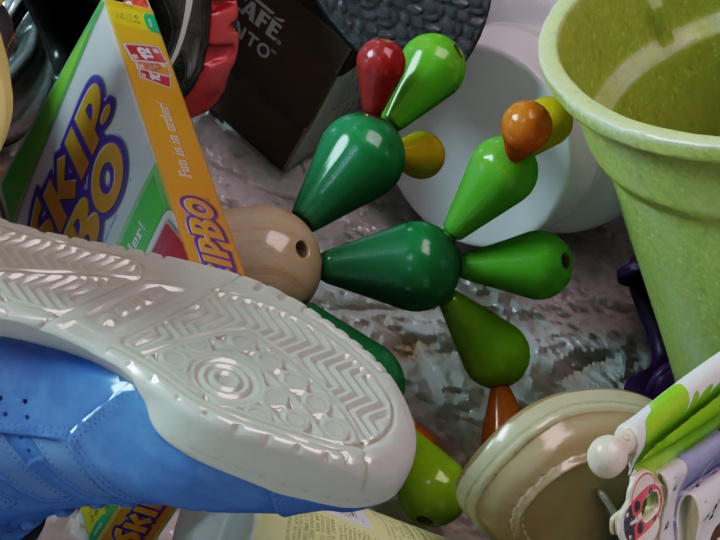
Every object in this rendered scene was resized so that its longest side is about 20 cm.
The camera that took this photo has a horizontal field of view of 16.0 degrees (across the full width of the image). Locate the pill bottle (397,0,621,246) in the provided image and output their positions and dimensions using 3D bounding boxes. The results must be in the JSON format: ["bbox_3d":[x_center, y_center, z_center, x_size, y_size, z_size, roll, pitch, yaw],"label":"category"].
[{"bbox_3d":[0.097,-0.079,1.142,0.114,0.114,0.200,42,33,13],"label":"pill bottle"}]

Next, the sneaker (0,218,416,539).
[{"bbox_3d":[-0.087,0.054,0.785,0.199,0.112,0.077,17,35,1],"label":"sneaker"}]

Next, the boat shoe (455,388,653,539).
[{"bbox_3d":[0.108,0.098,0.907,0.200,0.073,0.063,27,21,-48],"label":"boat shoe"}]

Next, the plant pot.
[{"bbox_3d":[0.178,-0.017,0.961,0.200,0.185,0.201,-9,30,5],"label":"plant pot"}]

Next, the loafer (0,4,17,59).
[{"bbox_3d":[-0.161,-0.032,0.898,0.072,0.073,0.200,52,33,-20],"label":"loafer"}]

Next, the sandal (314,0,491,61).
[{"bbox_3d":[-0.011,-0.163,1.042,0.200,0.075,0.045,56,-3,9],"label":"sandal"}]

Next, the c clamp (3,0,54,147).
[{"bbox_3d":[-0.197,-0.128,1.019,0.200,0.027,0.171,36,32,2],"label":"c clamp"}]

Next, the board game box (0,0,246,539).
[{"bbox_3d":[-0.084,-0.007,0.895,0.030,0.096,0.200,15,36,-29],"label":"board game box"}]

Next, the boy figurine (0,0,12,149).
[{"bbox_3d":[-0.154,-0.104,0.782,0.124,0.064,0.200,-8,59,-47],"label":"boy figurine"}]

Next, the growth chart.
[{"bbox_3d":[0.131,0.118,0.881,0.018,0.201,0.145,2,24,36],"label":"growth chart"}]

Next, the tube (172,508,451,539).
[{"bbox_3d":[0.028,0.119,0.880,0.200,0.052,0.058,22,71,-32],"label":"tube"}]

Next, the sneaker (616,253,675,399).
[{"bbox_3d":[0.156,-0.021,1.094,0.087,0.074,0.201,17,65,-21],"label":"sneaker"}]

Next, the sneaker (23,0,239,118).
[{"bbox_3d":[-0.092,-0.148,0.993,0.071,0.201,0.098,10,20,25],"label":"sneaker"}]

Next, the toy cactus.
[{"bbox_3d":[0.000,0.000,0.955,0.164,0.102,0.201,1,78,-5],"label":"toy cactus"}]

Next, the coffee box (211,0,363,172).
[{"bbox_3d":[-0.004,-0.141,1.135,0.113,0.080,0.200,41,42,10],"label":"coffee box"}]
